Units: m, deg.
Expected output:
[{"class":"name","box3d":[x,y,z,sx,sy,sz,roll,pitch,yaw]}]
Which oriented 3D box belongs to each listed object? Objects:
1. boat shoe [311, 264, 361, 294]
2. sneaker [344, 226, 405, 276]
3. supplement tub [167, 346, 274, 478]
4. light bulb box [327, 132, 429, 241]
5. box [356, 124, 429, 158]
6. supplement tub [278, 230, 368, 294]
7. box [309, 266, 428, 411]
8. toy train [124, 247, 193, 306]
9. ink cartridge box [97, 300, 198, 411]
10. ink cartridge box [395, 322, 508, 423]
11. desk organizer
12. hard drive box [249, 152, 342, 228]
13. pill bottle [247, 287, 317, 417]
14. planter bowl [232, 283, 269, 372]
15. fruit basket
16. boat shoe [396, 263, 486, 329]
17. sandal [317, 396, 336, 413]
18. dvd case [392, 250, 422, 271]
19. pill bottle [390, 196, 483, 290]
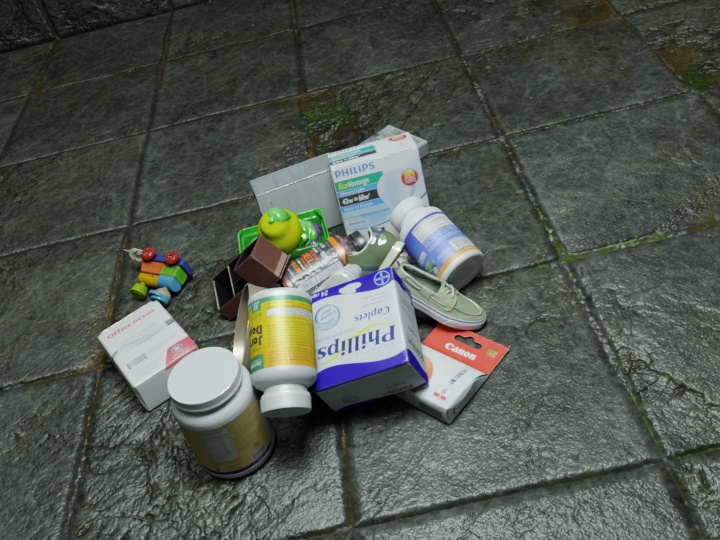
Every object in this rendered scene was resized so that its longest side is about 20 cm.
[{"class":"boat shoe","box3d":[-0.064,0.054,1.521,0.072,0.200,0.068,42,39,6]},{"class":"sneaker","box3d":[0.000,0.000,1.548,0.090,0.067,0.201,38,100,4]},{"class":"supplement tub","box3d":[-0.239,0.245,1.317,0.144,0.201,0.146,-9,40,7]},{"class":"light bulb box","box3d":[0.045,-0.174,1.695,0.197,0.201,0.125,-15,25,0]},{"class":"box","box3d":[0.054,-0.292,1.968,0.200,0.041,0.156,-35,44,-24]},{"class":"supplement tub","box3d":[-0.072,-0.003,1.608,0.199,0.107,0.107,-33,43,-10]},{"class":"box","box3d":[0.006,0.123,1.370,0.183,0.105,0.201,-19,55,14]},{"class":"toy train","box3d":[-0.494,0.014,1.765,0.199,0.085,0.116,9,59,26]},{"class":"ink cartridge box","box3d":[-0.423,0.168,1.553,0.145,0.085,0.200,-33,45,-20]},{"class":"ink cartridge box","box3d":[0.153,0.168,1.403,0.162,0.050,0.200,22,56,36]},{"class":"desk organizer","box3d":[-0.240,0.017,1.593,0.200,0.077,0.072,-37,24,38]},{"class":"hard drive box","box3d":[-0.138,-0.162,1.790,0.199,0.157,0.077,-20,39,-7]},{"class":"pill bottle","box3d":[-0.131,0.140,1.289,0.112,0.113,0.201,-9,69,8]},{"class":"planter bowl","box3d":[-0.164,0.133,1.453,0.134,0.201,0.201,9,37,-15]},{"class":"fruit basket","box3d":[-0.172,-0.077,1.669,0.214,0.216,0.156,-16,40,-1]},{"class":"boat shoe","box3d":[0.152,0.052,1.472,0.199,0.062,0.072,22,42,1]},{"class":"sandal","box3d":[-0.063,0.180,1.455,0.075,0.048,0.201,-19,41,-4]},{"class":"dvd case","box3d":[0.068,0.007,1.636,0.145,0.022,0.200,-22,40,-8]},{"class":"pill bottle","box3d":[0.151,-0.059,1.577,0.112,0.112,0.200,-30,59,-18]}]
